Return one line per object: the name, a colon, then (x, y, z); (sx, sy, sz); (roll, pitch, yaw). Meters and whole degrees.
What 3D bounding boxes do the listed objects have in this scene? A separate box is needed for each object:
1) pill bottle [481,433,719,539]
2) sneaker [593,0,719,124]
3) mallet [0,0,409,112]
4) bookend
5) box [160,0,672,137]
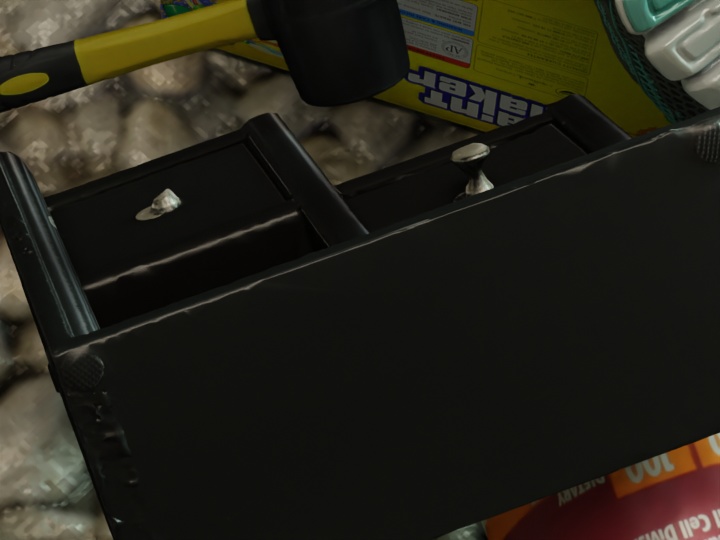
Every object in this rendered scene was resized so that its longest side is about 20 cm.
pill bottle: (0.115, 0.138, 0.852); (0.114, 0.114, 0.201); (-14, 63, -10)
sneaker: (0.123, -0.060, 0.866); (0.077, 0.200, 0.091); (-37, 35, -3)
mallet: (-0.080, -0.061, 0.925); (0.199, 0.066, 0.041); (-21, 20, 14)
bookend: (0.000, 0.000, 0.860); (0.199, 0.092, 0.199); (-19, 21, -6)
box: (0.053, -0.162, 1.001); (0.199, 0.122, 0.193); (18, 63, 7)
